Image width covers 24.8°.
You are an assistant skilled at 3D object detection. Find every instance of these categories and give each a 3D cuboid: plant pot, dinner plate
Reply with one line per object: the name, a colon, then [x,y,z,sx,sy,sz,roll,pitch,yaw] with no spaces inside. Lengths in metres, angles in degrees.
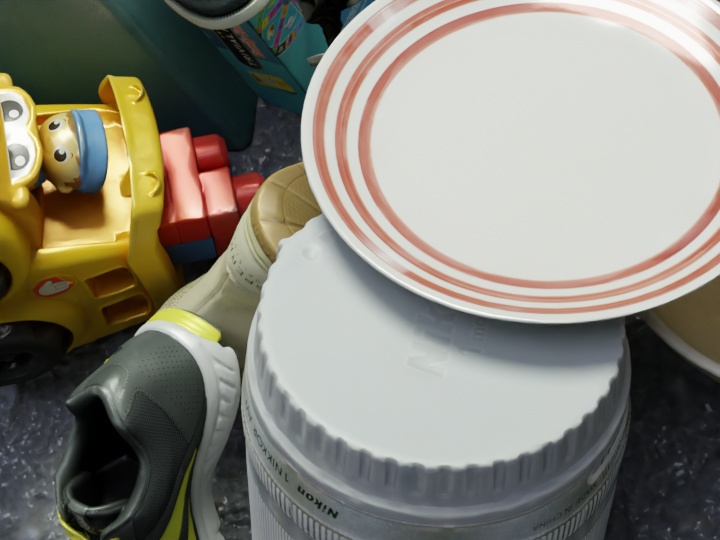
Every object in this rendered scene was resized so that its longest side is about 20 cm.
plant pot: [-0.153,-0.169,0.883,0.140,0.200,0.142,0,70,21]
dinner plate: [0.075,-0.056,0.666,0.199,0.024,0.201,-3,54,4]

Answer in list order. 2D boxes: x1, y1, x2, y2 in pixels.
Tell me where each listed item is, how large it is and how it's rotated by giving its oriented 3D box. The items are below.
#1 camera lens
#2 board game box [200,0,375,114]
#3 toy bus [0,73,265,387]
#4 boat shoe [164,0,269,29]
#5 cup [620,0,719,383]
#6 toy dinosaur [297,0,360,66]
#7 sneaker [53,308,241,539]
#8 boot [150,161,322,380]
camera lens: [0.030,0.082,0.704,0.159,0.201,0.161,1,49,-1]
board game box: [-0.039,-0.191,0.848,0.047,0.200,0.152,20,77,26]
toy bus: [-0.144,-0.037,0.835,0.191,0.200,0.136,-12,67,1]
boat shoe: [-0.088,-0.198,0.718,0.074,0.066,0.200,-19,65,12]
cup: [0.215,-0.019,0.719,0.199,0.143,0.202,-7,68,18]
toy dinosaur: [0.039,-0.137,0.796,0.135,0.200,0.102,-25,44,11]
sneaker: [-0.113,0.116,0.780,0.074,0.084,0.201,20,117,30]
boot: [0.000,0.000,0.821,0.155,0.199,0.073,-43,67,48]
